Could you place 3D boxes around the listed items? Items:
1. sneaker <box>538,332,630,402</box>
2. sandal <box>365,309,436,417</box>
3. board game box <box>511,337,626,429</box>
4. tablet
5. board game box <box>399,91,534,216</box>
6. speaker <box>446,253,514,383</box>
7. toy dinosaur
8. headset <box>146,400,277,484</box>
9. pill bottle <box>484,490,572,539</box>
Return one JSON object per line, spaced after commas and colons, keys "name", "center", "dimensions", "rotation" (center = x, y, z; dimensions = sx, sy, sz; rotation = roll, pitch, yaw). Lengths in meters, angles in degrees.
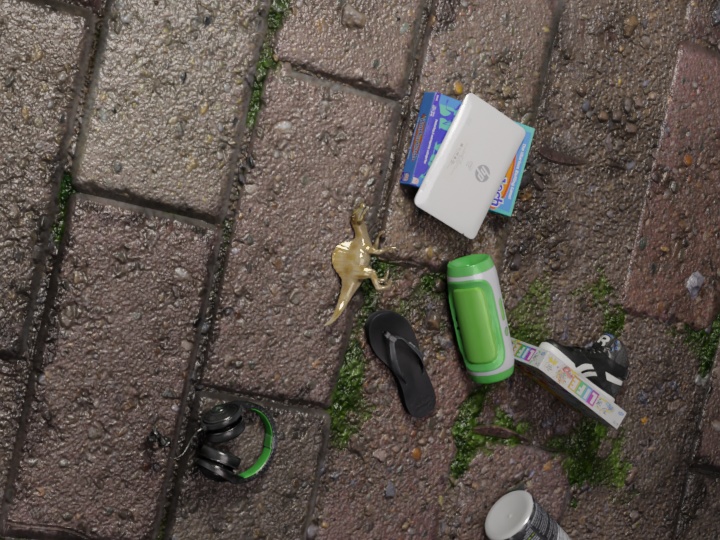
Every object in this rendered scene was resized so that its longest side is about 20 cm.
{"name": "sneaker", "center": [0.397, 0.144, 1.897], "dimensions": [0.199, 0.073, 0.113], "rotation": [38, 78, -31]}
{"name": "sandal", "center": [0.075, 0.150, 1.765], "dimensions": [0.076, 0.043, 0.202], "rotation": [-34, 109, -16]}
{"name": "board game box", "center": [0.342, 0.190, 1.839], "dimensions": [0.199, 0.134, 0.034], "rotation": [37, 82, -23]}
{"name": "tablet", "center": [0.178, -0.166, 1.736], "dimensions": [0.129, 0.014, 0.202], "rotation": [29, 87, -25]}
{"name": "board game box", "center": [0.176, -0.188, 1.764], "dimensions": [0.198, 0.045, 0.154], "rotation": [14, 91, -25]}
{"name": "speaker", "center": [0.198, 0.080, 1.785], "dimensions": [0.087, 0.088, 0.203], "rotation": [-18, 104, -20]}
{"name": "toy dinosaur", "center": [0.000, 0.000, 1.717], "dimensions": [0.100, 0.058, 0.203], "rotation": [14, 83, -10]}
{"name": "headset", "center": [-0.222, 0.260, 1.648], "dimensions": [0.198, 0.093, 0.126], "rotation": [6, 91, -39]}
{"name": "pill bottle", "center": [0.312, 0.484, 1.880], "dimensions": [0.106, 0.106, 0.200], "rotation": [-46, 112, -11]}
